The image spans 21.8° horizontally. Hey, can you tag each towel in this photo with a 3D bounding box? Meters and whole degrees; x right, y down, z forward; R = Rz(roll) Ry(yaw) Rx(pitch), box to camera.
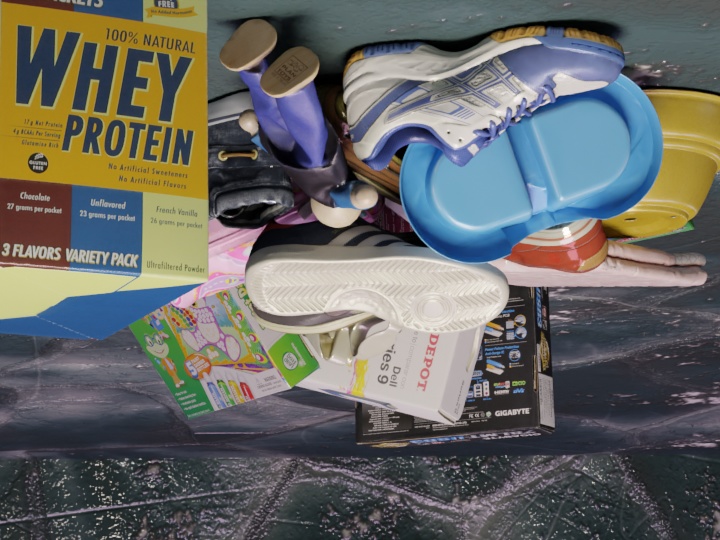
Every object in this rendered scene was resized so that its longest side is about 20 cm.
[{"bbox_3d":[0.169,-0.007,1.600,0.199,0.032,0.191,-2,175,39],"label":"towel"}]

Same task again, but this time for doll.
[{"bbox_3d":[-0.036,-0.087,1.308,0.136,0.048,0.200,36,164,28],"label":"doll"}]

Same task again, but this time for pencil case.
[{"bbox_3d":[-0.078,-0.043,1.496,0.199,0.088,0.087,-23,161,18],"label":"pencil case"}]

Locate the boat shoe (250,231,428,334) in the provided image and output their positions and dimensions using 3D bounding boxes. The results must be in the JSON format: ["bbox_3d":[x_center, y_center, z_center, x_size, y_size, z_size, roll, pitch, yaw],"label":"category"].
[{"bbox_3d":[0.000,0.001,1.489,0.200,0.072,0.066,-7,139,19],"label":"boat shoe"}]

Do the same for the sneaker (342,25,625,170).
[{"bbox_3d":[0.087,-0.115,1.301,0.199,0.089,0.075,-7,164,16],"label":"sneaker"}]

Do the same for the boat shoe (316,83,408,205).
[{"bbox_3d":[0.036,-0.094,1.417,0.199,0.072,0.068,10,164,-41],"label":"boat shoe"}]

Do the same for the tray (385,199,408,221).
[{"bbox_3d":[0.085,-0.066,1.637,0.107,0.022,0.200,-13,164,16],"label":"tray"}]

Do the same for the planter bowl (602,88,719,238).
[{"bbox_3d":[0.214,-0.075,1.494,0.199,0.084,0.200,-1,166,0],"label":"planter bowl"}]

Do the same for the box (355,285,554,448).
[{"bbox_3d":[0.089,0.069,1.846,0.199,0.200,0.050,-8,164,25],"label":"box"}]

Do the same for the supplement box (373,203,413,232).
[{"bbox_3d":[-0.026,-0.035,1.633,0.110,0.086,0.200,-6,166,18],"label":"supplement box"}]

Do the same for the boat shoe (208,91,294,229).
[{"bbox_3d":[-0.127,-0.072,1.447,0.071,0.091,0.200,10,163,-42],"label":"boat shoe"}]

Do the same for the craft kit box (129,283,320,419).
[{"bbox_3d":[-0.150,0.030,1.695,0.048,0.198,0.200,-34,-173,-34],"label":"craft kit box"}]

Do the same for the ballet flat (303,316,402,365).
[{"bbox_3d":[-0.007,0.042,1.605,0.068,0.076,0.200,5,165,-30],"label":"ballet flat"}]

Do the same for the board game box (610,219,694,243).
[{"bbox_3d":[0.191,-0.043,1.679,0.199,0.029,0.135,-12,167,15],"label":"board game box"}]

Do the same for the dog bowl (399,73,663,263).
[{"bbox_3d":[0.121,-0.076,1.369,0.199,0.112,0.050,-20,-178,-6],"label":"dog bowl"}]

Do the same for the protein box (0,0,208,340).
[{"bbox_3d":[-0.193,-0.075,1.183,0.134,0.201,0.198,5,166,-27],"label":"protein box"}]

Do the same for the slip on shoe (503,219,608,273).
[{"bbox_3d":[0.118,-0.035,1.486,0.200,0.074,0.061,12,142,50],"label":"slip on shoe"}]

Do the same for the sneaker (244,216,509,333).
[{"bbox_3d":[0.014,-0.008,1.418,0.199,0.085,0.075,8,125,-2],"label":"sneaker"}]

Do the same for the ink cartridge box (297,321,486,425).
[{"bbox_3d":[0.010,0.049,1.758,0.199,0.146,0.087,13,172,18],"label":"ink cartridge box"}]
